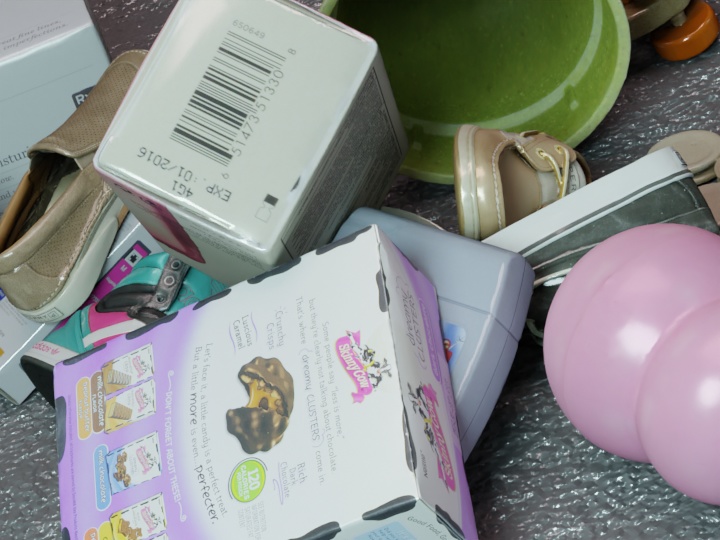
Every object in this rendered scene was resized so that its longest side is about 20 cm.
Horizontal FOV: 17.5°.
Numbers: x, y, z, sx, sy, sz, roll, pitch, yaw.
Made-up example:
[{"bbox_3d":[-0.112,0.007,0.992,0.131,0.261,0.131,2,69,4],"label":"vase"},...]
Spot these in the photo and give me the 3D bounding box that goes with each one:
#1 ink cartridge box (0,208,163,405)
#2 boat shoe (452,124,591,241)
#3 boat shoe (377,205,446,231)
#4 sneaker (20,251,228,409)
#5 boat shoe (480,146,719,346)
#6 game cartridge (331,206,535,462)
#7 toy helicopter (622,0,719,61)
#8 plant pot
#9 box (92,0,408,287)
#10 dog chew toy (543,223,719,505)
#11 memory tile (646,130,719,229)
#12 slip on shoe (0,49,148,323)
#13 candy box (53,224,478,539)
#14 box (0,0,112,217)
[{"bbox_3d":[-0.176,-0.014,1.485,0.200,0.037,0.095,-48,39,-2],"label":"ink cartridge box"},{"bbox_3d":[0.098,-0.052,1.376,0.069,0.074,0.200,-2,6,13],"label":"boat shoe"},{"bbox_3d":[0.000,0.000,1.400,0.200,0.063,0.073,19,77,22],"label":"boat shoe"},{"bbox_3d":[-0.102,0.050,1.372,0.121,0.084,0.200,-44,36,-21],"label":"sneaker"},{"bbox_3d":[0.103,0.006,1.302,0.200,0.064,0.071,-30,-13,7],"label":"boat shoe"},{"bbox_3d":[0.005,0.066,1.237,0.133,0.042,0.200,16,71,44],"label":"game cartridge"},{"bbox_3d":[0.142,-0.177,1.616,0.200,0.079,0.132,-28,35,10],"label":"toy helicopter"},{"bbox_3d":[0.066,-0.190,1.519,0.200,0.200,0.184,-13,39,10],"label":"plant pot"},{"bbox_3d":[-0.054,-0.064,1.285,0.109,0.200,0.128,26,81,11],"label":"box"},{"bbox_3d":[0.181,0.059,1.160,0.124,0.125,0.200,-30,40,-18],"label":"dog chew toy"},{"bbox_3d":[0.195,-0.019,1.376,0.153,0.017,0.200,11,41,41],"label":"memory tile"},{"bbox_3d":[-0.176,-0.064,1.455,0.076,0.061,0.200,-1,55,41],"label":"slip on shoe"},{"bbox_3d":[-0.052,0.093,1.183,0.200,0.072,0.168,-23,50,19],"label":"candy box"},{"bbox_3d":[-0.277,-0.126,1.707,0.199,0.131,0.200,-22,30,-4],"label":"box"}]
